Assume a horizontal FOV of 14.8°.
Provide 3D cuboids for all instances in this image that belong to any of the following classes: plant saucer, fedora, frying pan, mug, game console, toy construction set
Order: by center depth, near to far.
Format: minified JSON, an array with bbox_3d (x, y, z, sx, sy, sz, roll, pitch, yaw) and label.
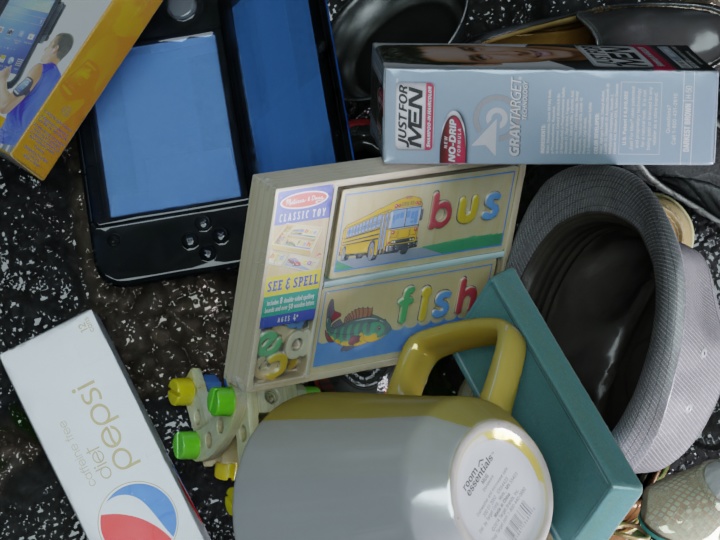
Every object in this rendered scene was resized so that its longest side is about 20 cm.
[{"bbox_3d":[0.028,0.118,1.603,0.149,0.153,0.187,4,78,-41],"label":"mug"},{"bbox_3d":[0.104,0.085,1.636,0.019,0.200,0.070,11,124,-34],"label":"plant saucer"},{"bbox_3d":[0.160,0.043,1.666,0.090,0.177,0.201,13,82,-35],"label":"fedora"},{"bbox_3d":[-0.058,0.149,1.714,0.092,0.131,0.201,-15,86,-30],"label":"toy construction set"},{"bbox_3d":[-0.098,-0.109,1.726,0.170,0.118,0.201,-9,73,-2],"label":"game console"},{"bbox_3d":[0.027,-0.178,1.785,0.115,0.031,0.190,-19,43,28],"label":"frying pan"}]

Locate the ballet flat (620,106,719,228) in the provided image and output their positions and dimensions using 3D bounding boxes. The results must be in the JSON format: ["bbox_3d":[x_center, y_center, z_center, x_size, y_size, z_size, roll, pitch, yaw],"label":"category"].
[{"bbox_3d":[0.226,-0.062,1.750,0.200,0.057,0.067,32,105,-9],"label":"ballet flat"}]

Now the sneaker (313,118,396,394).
[{"bbox_3d":[0.000,0.000,1.741,0.071,0.098,0.201,1,85,-2],"label":"sneaker"}]

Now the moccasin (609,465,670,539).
[{"bbox_3d":[0.153,0.141,1.737,0.074,0.078,0.202,34,85,3],"label":"moccasin"}]

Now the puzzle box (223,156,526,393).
[{"bbox_3d":[0.011,-0.004,1.670,0.200,0.025,0.133,-10,118,-38],"label":"puzzle box"}]

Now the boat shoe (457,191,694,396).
[{"bbox_3d":[0.141,0.031,1.756,0.073,0.063,0.200,40,85,4],"label":"boat shoe"}]

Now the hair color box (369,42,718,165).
[{"bbox_3d":[0.108,-0.101,1.671,0.199,0.099,0.061,0,103,-4],"label":"hair color box"}]

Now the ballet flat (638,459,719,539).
[{"bbox_3d":[0.260,0.137,1.712,0.199,0.068,0.062,5,126,-32],"label":"ballet flat"}]

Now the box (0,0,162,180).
[{"bbox_3d":[-0.191,-0.166,1.753,0.119,0.041,0.200,28,85,41],"label":"box"}]

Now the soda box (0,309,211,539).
[{"bbox_3d":[-0.153,0.129,1.743,0.068,0.064,0.200,-26,86,-3],"label":"soda box"}]

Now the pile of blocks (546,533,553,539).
[{"bbox_3d":[0.105,0.177,1.685,0.200,0.062,0.082,27,101,24],"label":"pile of blocks"}]

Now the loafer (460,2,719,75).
[{"bbox_3d":[0.149,-0.134,1.768,0.199,0.072,0.073,-14,84,-3],"label":"loafer"}]
